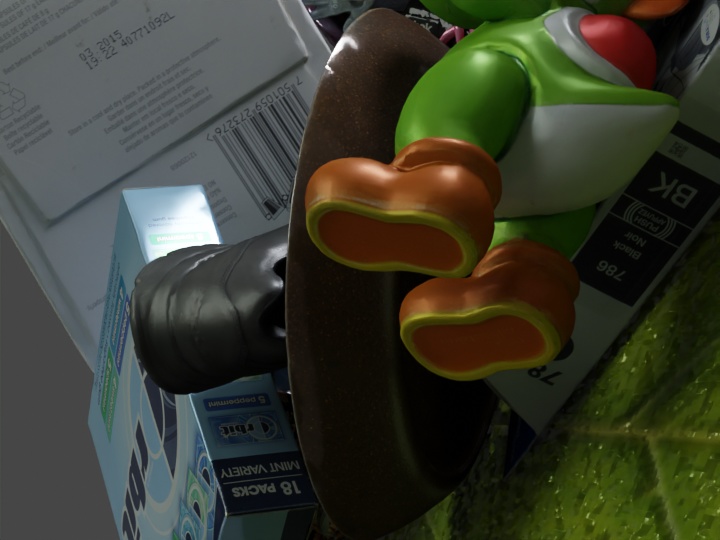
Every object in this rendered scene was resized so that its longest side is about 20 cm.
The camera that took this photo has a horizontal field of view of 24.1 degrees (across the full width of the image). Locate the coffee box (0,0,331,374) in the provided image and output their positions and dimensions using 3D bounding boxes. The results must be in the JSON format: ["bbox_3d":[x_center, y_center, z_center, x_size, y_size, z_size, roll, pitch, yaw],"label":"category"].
[{"bbox_3d":[-0.116,-0.087,0.976,0.200,0.200,0.198,-32,6,-3],"label":"coffee box"}]

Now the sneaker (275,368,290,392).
[{"bbox_3d":[-0.008,0.009,0.986,0.146,0.081,0.200,-42,12,34],"label":"sneaker"}]

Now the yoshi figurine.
[{"bbox_3d":[0.040,-0.070,0.550,0.112,0.112,0.200,120,175,-59],"label":"yoshi figurine"}]

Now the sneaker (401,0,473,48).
[{"bbox_3d":[0.062,-0.090,0.750,0.079,0.095,0.200,-63,10,-2],"label":"sneaker"}]

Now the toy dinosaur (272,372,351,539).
[{"bbox_3d":[-0.028,0.089,0.805,0.200,0.102,0.136,-16,63,50],"label":"toy dinosaur"}]

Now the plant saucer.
[{"bbox_3d":[0.023,0.002,0.634,0.200,0.034,0.200,1,-90,-71],"label":"plant saucer"}]

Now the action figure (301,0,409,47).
[{"bbox_3d":[0.041,-0.157,1.034,0.149,0.134,0.200,-26,-5,19],"label":"action figure"}]

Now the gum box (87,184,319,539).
[{"bbox_3d":[-0.082,0.088,0.797,0.170,0.045,0.200,106,150,-42],"label":"gum box"}]

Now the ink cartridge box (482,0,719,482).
[{"bbox_3d":[0.088,-0.025,0.596,0.200,0.039,0.099,-59,11,35],"label":"ink cartridge box"}]

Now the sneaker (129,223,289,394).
[{"bbox_3d":[0.000,0.000,0.719,0.091,0.076,0.200,-6,19,45],"label":"sneaker"}]
